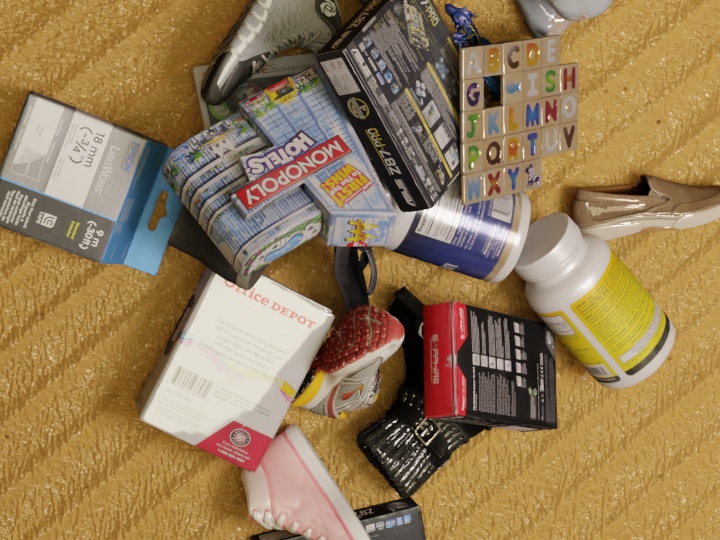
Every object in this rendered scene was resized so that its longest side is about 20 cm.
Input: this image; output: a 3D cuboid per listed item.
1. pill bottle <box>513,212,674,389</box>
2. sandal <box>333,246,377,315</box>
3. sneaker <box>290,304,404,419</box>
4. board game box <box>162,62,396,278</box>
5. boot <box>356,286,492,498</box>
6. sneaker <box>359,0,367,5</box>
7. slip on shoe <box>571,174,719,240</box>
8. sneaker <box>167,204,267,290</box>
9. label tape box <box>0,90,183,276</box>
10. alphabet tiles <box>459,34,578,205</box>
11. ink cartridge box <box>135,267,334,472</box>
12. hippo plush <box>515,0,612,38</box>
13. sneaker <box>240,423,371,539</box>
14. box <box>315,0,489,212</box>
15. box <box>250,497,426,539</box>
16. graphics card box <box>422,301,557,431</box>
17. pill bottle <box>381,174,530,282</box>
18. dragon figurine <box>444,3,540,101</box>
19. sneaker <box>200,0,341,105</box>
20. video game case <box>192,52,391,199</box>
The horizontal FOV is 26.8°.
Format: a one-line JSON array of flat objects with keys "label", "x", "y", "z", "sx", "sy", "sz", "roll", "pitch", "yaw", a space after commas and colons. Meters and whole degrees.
[{"label": "pill bottle", "x": 0.261, "y": 0.032, "z": 1.727, "sx": 0.112, "sy": 0.112, "sz": 0.200, "roll": -44, "pitch": 113, "yaw": -4}, {"label": "sandal", "x": 0.000, "y": 0.000, "z": 1.653, "sx": 0.043, "sy": 0.200, "sz": 0.076, "roll": -3, "pitch": 59, "yaw": 6}, {"label": "sneaker", "x": -0.004, "y": 0.104, "z": 1.667, "sx": 0.082, "sy": 0.200, "sz": 0.078, "roll": 25, "pitch": 55, "yaw": -18}, {"label": "board game box", "x": -0.066, "y": -0.088, "z": 1.545, "sx": 0.200, "sy": 0.062, "sz": 0.200, "roll": -31, "pitch": 66, "yaw": -22}, {"label": "boot", "x": 0.052, "y": 0.141, "z": 1.725, "sx": 0.158, "sy": 0.079, "sz": 0.212, "roll": -34, "pitch": 104, "yaw": -6}, {"label": "sneaker", "x": 0.024, "y": -0.351, "z": 1.652, "sx": 0.199, "sy": 0.081, "sz": 0.115, "roll": 38, "pitch": 90, "yaw": -13}, {"label": "slip on shoe", "x": 0.342, "y": -0.082, "z": 1.765, "sx": 0.199, "sy": 0.076, "sz": 0.061, "roll": -10, "pitch": 106, "yaw": -3}, {"label": "sneaker", "x": -0.120, "y": -0.075, "z": 1.633, "sx": 0.106, "sy": 0.075, "sz": 0.200, "roll": 27, "pitch": 46, "yaw": 7}, {"label": "label tape box", "x": -0.286, "y": -0.089, "z": 1.628, "sx": 0.199, "sy": 0.063, "sz": 0.145, "roll": 21, "pitch": 93, "yaw": -14}, {"label": "alphabet tiles", "x": 0.177, "y": -0.169, "z": 1.660, "sx": 0.200, "sy": 0.008, "sz": 0.168, "roll": -15, "pitch": 109, "yaw": -43}, {"label": "ink cartridge box", "x": -0.140, "y": 0.100, "z": 1.674, "sx": 0.147, "sy": 0.086, "sz": 0.201, "roll": 28, "pitch": 89, "yaw": -13}, {"label": "hippo plush", "x": 0.216, "y": -0.351, "z": 1.653, "sx": 0.200, "sy": 0.161, "sz": 0.160, "roll": 38, "pitch": 89, "yaw": -15}, {"label": "sneaker", "x": -0.061, "y": 0.279, "z": 1.693, "sx": 0.104, "sy": 0.075, "sz": 0.201, "roll": -34, "pitch": 70, "yaw": -6}, {"label": "box", "x": 0.053, "y": -0.188, "z": 1.590, "sx": 0.161, "sy": 0.049, "sz": 0.200, "roll": -51, "pitch": 121, "yaw": -36}, {"label": "box", "x": -0.016, "y": 0.366, "z": 1.759, "sx": 0.199, "sy": 0.044, "sz": 0.161, "roll": -11, "pitch": 99, "yaw": -11}, {"label": "graphics card box", "x": 0.146, "y": 0.110, "z": 1.688, "sx": 0.200, "sy": 0.051, "sz": 0.126, "roll": 12, "pitch": 72, "yaw": -48}, {"label": "pill bottle", "x": 0.079, "y": -0.065, "z": 1.687, "sx": 0.199, "sy": 0.111, "sz": 0.112, "roll": 18, "pitch": 93, "yaw": -14}, {"label": "dragon figurine", "x": 0.158, "y": -0.223, "z": 1.689, "sx": 0.200, "sy": 0.099, "sz": 0.059, "roll": 34, "pitch": 90, "yaw": -14}, {"label": "sneaker", "x": -0.081, "y": -0.243, "z": 1.634, "sx": 0.115, "sy": 0.075, "sz": 0.201, "roll": 33, "pitch": 77, "yaw": -17}, {"label": "video game case", "x": -0.076, "y": -0.147, "z": 1.628, "sx": 0.181, "sy": 0.023, "sz": 0.201, "roll": -8, "pitch": 61, "yaw": -11}]
